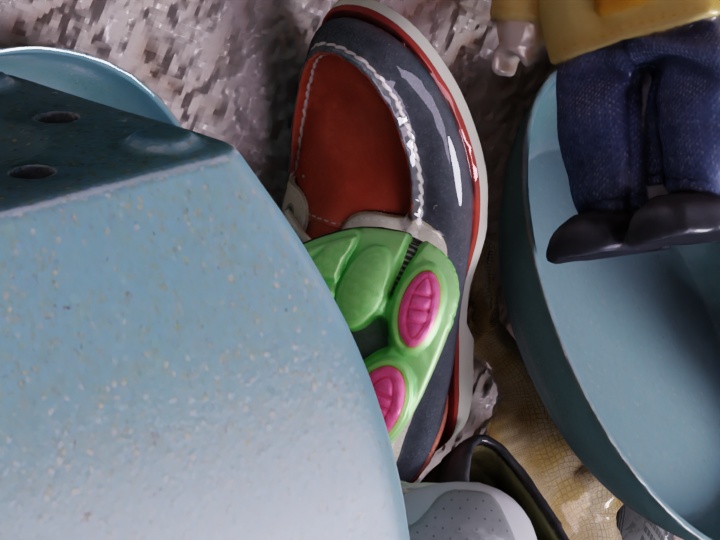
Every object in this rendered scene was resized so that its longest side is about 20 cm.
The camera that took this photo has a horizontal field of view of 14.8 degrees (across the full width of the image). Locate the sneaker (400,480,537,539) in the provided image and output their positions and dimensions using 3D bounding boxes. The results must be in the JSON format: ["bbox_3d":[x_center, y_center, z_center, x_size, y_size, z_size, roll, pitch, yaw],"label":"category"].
[{"bbox_3d":[0.015,0.095,0.869,0.200,0.070,0.081,111,-8,-65],"label":"sneaker"}]

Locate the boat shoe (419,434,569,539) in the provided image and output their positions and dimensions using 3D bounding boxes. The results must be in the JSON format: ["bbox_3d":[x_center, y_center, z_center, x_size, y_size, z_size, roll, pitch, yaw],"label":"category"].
[{"bbox_3d":[0.064,0.143,0.962,0.071,0.201,0.066,-2,136,-30],"label":"boat shoe"}]

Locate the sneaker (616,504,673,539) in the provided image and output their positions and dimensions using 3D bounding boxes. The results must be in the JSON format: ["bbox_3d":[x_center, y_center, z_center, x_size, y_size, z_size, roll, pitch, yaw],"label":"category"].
[{"bbox_3d":[0.054,0.133,1.091,0.200,0.066,0.091,-42,146,-20],"label":"sneaker"}]

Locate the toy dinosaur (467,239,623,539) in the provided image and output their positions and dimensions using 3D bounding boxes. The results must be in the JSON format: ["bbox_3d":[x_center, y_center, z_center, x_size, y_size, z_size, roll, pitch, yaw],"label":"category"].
[{"bbox_3d":[0.084,0.081,1.066,0.101,0.058,0.201,-24,86,-53],"label":"toy dinosaur"}]

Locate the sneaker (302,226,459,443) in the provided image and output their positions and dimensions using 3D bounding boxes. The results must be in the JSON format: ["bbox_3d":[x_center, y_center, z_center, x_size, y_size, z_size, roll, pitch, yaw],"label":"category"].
[{"bbox_3d":[-0.029,0.058,0.935,0.201,0.077,0.084,-56,174,30],"label":"sneaker"}]

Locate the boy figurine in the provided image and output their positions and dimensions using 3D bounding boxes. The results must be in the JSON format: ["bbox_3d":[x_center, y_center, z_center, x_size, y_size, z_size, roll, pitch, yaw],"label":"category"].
[{"bbox_3d":[0.095,-0.106,0.957,0.064,0.124,0.202,-3,87,-52],"label":"boy figurine"}]

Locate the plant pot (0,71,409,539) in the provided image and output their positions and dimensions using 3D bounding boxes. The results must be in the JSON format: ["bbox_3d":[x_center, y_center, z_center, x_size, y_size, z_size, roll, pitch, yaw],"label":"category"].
[{"bbox_3d":[-0.107,0.059,0.750,0.196,0.195,0.202,-17,116,-41],"label":"plant pot"}]

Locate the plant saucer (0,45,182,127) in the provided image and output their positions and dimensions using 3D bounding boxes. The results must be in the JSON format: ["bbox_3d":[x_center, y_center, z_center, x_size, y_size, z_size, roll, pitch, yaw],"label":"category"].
[{"bbox_3d":[-0.128,0.022,0.869,0.199,0.027,0.201,-25,128,-36],"label":"plant saucer"}]

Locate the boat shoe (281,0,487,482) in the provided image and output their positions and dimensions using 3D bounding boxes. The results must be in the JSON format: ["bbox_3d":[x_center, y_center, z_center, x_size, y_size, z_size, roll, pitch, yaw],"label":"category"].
[{"bbox_3d":[0.000,0.000,0.964,0.062,0.071,0.201,-37,140,-34],"label":"boat shoe"}]

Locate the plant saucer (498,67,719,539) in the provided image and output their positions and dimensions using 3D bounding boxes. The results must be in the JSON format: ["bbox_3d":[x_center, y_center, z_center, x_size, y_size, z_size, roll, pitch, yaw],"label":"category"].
[{"bbox_3d":[0.108,0.019,1.047,0.200,0.036,0.201,34,43,-39],"label":"plant saucer"}]
